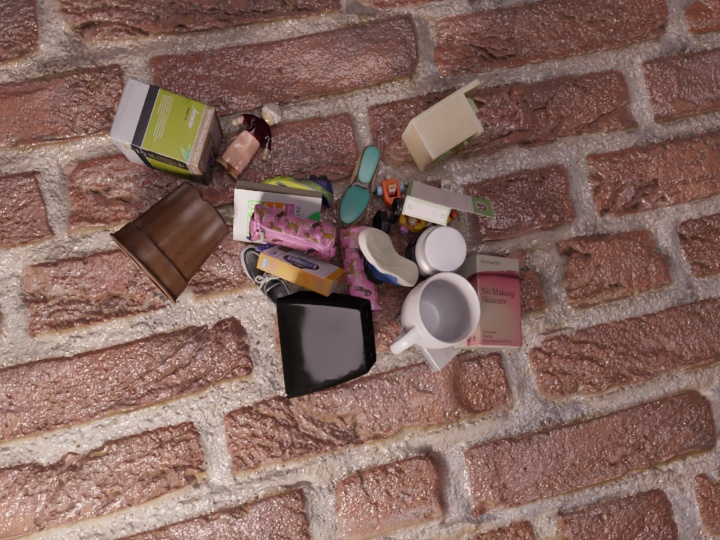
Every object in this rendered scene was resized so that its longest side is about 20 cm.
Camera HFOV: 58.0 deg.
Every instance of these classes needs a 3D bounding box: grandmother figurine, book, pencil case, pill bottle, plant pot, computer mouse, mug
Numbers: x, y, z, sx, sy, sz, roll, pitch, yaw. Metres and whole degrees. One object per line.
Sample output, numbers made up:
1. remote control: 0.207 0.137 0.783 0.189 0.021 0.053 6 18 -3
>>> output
1. grandmother figurine: -0.253 -0.311 1.506 0.202 0.060 0.122 -52 134 -13
2. book: -0.190 -0.123 1.482 0.193 0.049 0.137 6 120 -6
3. pencil case: 0.000 0.000 1.500 0.084 0.082 0.207 -6 86 -26
4. pill bottle: 0.169 -0.038 1.465 0.110 0.200 0.118 1 85 -7
5. plant pot: -0.403 -0.072 1.410 0.200 0.200 0.199 44 75 -2
6. plant pot: -0.063 0.145 1.390 0.171 0.200 0.207 -6 92 12
7. computer mouse: 0.067 -0.118 1.461 0.033 0.200 0.061 1 78 -15
8. pencil case: -0.147 -0.082 1.421 0.194 0.083 0.089 15 64 -16
9. mug: 0.142 0.111 1.407 0.198 0.175 0.149 -38 90 -20

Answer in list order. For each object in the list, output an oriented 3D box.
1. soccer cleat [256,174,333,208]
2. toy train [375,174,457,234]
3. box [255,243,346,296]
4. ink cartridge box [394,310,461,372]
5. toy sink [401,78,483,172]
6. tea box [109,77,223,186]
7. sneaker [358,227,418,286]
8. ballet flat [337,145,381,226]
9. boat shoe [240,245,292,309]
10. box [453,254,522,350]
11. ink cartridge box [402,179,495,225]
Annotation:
1. soccer cleat: -0.158 -0.172 1.502 0.193 0.065 0.087 -5 77 -9
2. toy train: 0.139 -0.167 1.531 0.193 0.056 0.155 -4 72 -9
3. box: -0.138 -0.007 1.435 0.194 0.119 0.043 20 106 11
4. ink cartridge box: 0.199 0.114 1.545 0.198 0.047 0.162 -38 91 -23
5. toy sink: 0.213 -0.336 1.531 0.197 0.130 0.114 -33 90 -9
6. tea box: -0.413 -0.293 1.414 0.191 0.200 0.138 18 83 -6
7. sneaker: 0.032 -0.026 1.404 0.198 0.109 0.079 34 67 -44
8. ballet flat: -0.001 -0.193 1.524 0.069 0.065 0.205 25 80 -4
9. boat shoe: -0.207 0.028 1.480 0.072 0.068 0.203 -30 90 -8
10. box: 0.290 0.077 1.493 0.124 0.108 0.208 5 79 -25
11. ink cartridge box: 0.192 -0.139 1.427 0.194 0.146 0.049 17 112 1
